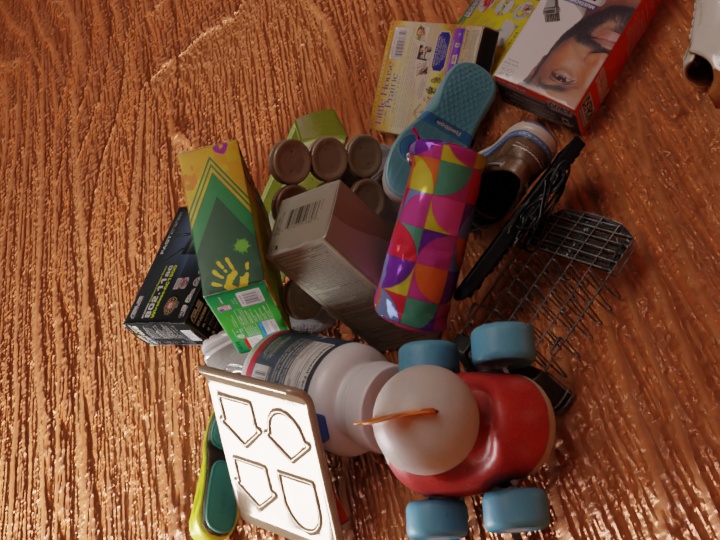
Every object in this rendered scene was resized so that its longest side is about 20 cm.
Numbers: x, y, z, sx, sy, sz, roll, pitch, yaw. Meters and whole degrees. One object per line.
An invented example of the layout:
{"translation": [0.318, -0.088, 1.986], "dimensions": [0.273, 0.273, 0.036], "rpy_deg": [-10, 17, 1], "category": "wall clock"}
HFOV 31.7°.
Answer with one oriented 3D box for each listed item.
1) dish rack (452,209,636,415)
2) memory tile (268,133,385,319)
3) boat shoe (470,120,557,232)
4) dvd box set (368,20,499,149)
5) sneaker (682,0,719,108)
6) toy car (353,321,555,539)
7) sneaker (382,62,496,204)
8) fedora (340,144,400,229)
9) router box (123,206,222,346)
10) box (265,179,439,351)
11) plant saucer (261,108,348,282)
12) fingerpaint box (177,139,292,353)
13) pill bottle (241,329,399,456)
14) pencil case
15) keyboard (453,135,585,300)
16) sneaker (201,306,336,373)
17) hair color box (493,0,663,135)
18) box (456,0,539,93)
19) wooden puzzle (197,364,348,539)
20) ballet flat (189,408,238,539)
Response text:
{"translation": [0.189, 0.032, 1.267], "dimensions": [0.201, 0.055, 0.153], "rpy_deg": [-54, 36, -10], "category": "dish rack"}
{"translation": [-0.032, -0.050, 1.434], "dimensions": [0.017, 0.151, 0.204], "rpy_deg": [4, 101, 55], "category": "memory tile"}
{"translation": [0.136, -0.087, 1.351], "dimensions": [0.073, 0.072, 0.200], "rpy_deg": [-52, -2, -29], "category": "boat shoe"}
{"translation": [0.088, -0.236, 1.589], "dimensions": [0.199, 0.029, 0.149], "rpy_deg": [19, 98, 55], "category": "dvd box set"}
{"translation": [0.361, -0.248, 1.314], "dimensions": [0.084, 0.073, 0.202], "rpy_deg": [-29, 41, 22], "category": "sneaker"}
{"translation": [0.059, 0.139, 1.137], "dimensions": [0.175, 0.199, 0.188], "rpy_deg": [-15, 69, 38], "category": "toy car"}
{"translation": [0.078, -0.128, 1.427], "dimensions": [0.201, 0.079, 0.131], "rpy_deg": [-53, -4, -28], "category": "sneaker"}
{"translation": [0.017, -0.094, 1.536], "dimensions": [0.198, 0.090, 0.179], "rpy_deg": [-18, 46, 37], "category": "fedora"}
{"translation": [-0.225, 0.004, 1.739], "dimensions": [0.149, 0.062, 0.202], "rpy_deg": [-5, 55, 47], "category": "router box"}
{"translation": [0.000, 0.000, 1.373], "dimensions": [0.094, 0.200, 0.079], "rpy_deg": [-15, 47, 37], "category": "box"}
{"translation": [-0.086, -0.105, 1.592], "dimensions": [0.200, 0.047, 0.202], "rpy_deg": [-112, 45, -72], "category": "plant saucer"}
{"translation": [-0.137, -0.021, 1.407], "dimensions": [0.072, 0.200, 0.169], "rpy_deg": [-13, 69, 1], "category": "fingerpaint box"}
{"translation": [-0.029, 0.133, 1.354], "dimensions": [0.198, 0.119, 0.121], "rpy_deg": [8, 63, 50], "category": "pill bottle"}
{"translation": [0.070, -0.038, 1.295], "dimensions": [0.088, 0.087, 0.203], "rpy_deg": [16, 95, 53], "category": "pencil case"}
{"translation": [0.171, -0.045, 1.294], "dimensions": [0.201, 0.039, 0.104], "rpy_deg": [-53, -1, -7], "category": "keyboard"}
{"translation": [-0.103, 0.097, 1.532], "dimensions": [0.198, 0.074, 0.083], "rpy_deg": [-27, 63, 31], "category": "sneaker"}
{"translation": [0.249, -0.266, 1.430], "dimensions": [0.110, 0.064, 0.202], "rpy_deg": [27, 79, 26], "category": "hair color box"}
{"translation": [0.178, -0.281, 1.572], "dimensions": [0.118, 0.048, 0.199], "rpy_deg": [-53, 37, -3], "category": "box"}
{"translation": [-0.082, 0.193, 1.319], "dimensions": [0.046, 0.203, 0.184], "rpy_deg": [-28, 21, -34], "category": "wooden puzzle"}
{"translation": [-0.162, 0.223, 1.473], "dimensions": [0.067, 0.066, 0.203], "rpy_deg": [-40, 32, 51], "category": "ballet flat"}
